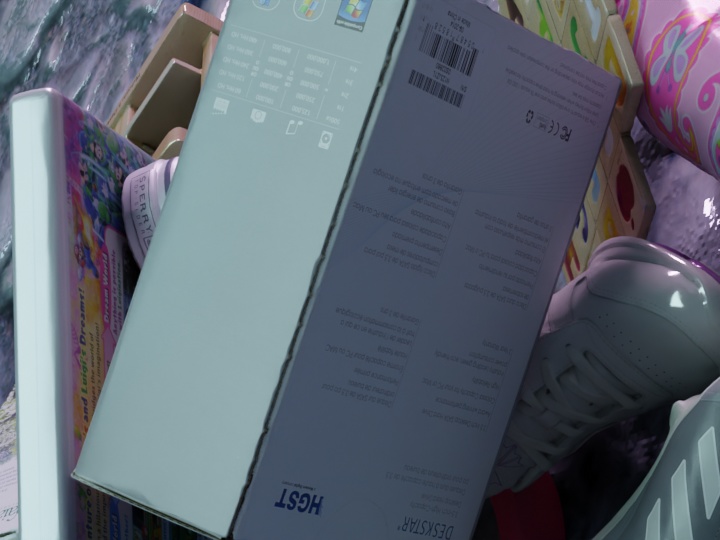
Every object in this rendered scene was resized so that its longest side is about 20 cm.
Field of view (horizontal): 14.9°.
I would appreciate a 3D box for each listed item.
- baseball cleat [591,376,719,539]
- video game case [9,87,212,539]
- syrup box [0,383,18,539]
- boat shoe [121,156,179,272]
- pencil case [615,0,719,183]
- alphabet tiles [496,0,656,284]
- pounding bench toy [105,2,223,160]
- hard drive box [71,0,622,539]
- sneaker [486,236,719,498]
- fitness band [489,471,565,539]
[{"bbox_3d":[0.130,0.108,0.985,0.200,0.070,0.107,-51,58,19],"label":"baseball cleat"},{"bbox_3d":[-0.080,0.053,1.044,0.024,0.182,0.202,-10,71,20],"label":"video game case"},{"bbox_3d":[-0.133,0.098,1.343,0.078,0.082,0.200,-21,28,31],"label":"syrup box"},{"bbox_3d":[-0.025,-0.003,1.091,0.062,0.200,0.073,-14,76,19],"label":"boat shoe"},{"bbox_3d":[0.156,-0.061,1.021,0.088,0.087,0.200,-61,29,14],"label":"pencil case"},{"bbox_3d":[0.081,-0.083,1.126,0.167,0.006,0.201,99,158,-60],"label":"alphabet tiles"},{"bbox_3d":[-0.045,-0.045,1.294,0.200,0.124,0.156,-55,18,25],"label":"pounding bench toy"},{"bbox_3d":[0.000,0.000,0.988,0.076,0.156,0.201,18,89,34],"label":"hard drive box"},{"bbox_3d":[0.081,0.048,1.066,0.100,0.075,0.200,-58,18,-25],"label":"sneaker"},{"bbox_3d":[0.017,0.145,1.184,0.200,0.037,0.145,-29,44,50],"label":"fitness band"}]
